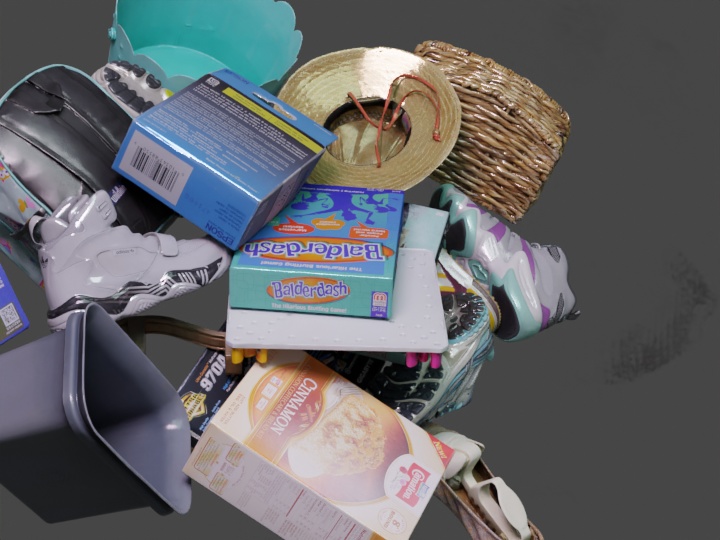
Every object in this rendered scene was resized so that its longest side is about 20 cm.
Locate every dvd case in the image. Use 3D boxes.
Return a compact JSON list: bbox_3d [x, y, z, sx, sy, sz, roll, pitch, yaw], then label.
[{"bbox_3d":[0.000,0.000,1.660,0.145,0.022,0.200,13,50,8],"label":"dvd case"}]

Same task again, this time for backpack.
[{"bbox_3d":[-0.286,-0.088,1.596,0.200,0.153,0.176,50,49,-16],"label":"backpack"}]

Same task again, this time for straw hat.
[{"bbox_3d":[0.007,-0.137,1.750,0.200,0.085,0.202,0,63,-1],"label":"straw hat"}]

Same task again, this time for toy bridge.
[{"bbox_3d":[-0.212,0.073,1.561,0.199,0.027,0.067,-3,42,-4],"label":"toy bridge"}]

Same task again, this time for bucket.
[{"bbox_3d":[-0.177,-0.225,1.770,0.206,0.135,0.208,12,50,-15],"label":"bucket"}]

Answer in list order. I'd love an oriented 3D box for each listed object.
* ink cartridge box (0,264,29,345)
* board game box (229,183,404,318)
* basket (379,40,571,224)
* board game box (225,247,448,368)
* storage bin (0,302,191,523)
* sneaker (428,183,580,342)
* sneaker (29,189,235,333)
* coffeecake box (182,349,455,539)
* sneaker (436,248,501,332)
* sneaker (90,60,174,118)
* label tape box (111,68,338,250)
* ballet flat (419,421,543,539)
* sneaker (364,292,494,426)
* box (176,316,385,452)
[{"bbox_3d":[-0.383,0.053,1.423,0.136,0.200,0.077,-36,111,-39],"label":"ink cartridge box"},{"bbox_3d":[-0.038,-0.024,1.583,0.151,0.045,0.200,4,27,2],"label":"board game box"},{"bbox_3d":[0.136,-0.178,1.846,0.199,0.143,0.149,28,37,1],"label":"basket"},{"bbox_3d":[-0.024,0.032,1.554,0.199,0.026,0.200,2,27,-3],"label":"board game box"},{"bbox_3d":[-0.248,0.129,1.418,0.134,0.200,0.146,-16,52,13],"label":"storage bin"},{"bbox_3d":[0.168,-0.016,1.802,0.140,0.078,0.200,-13,64,-36],"label":"sneaker"},{"bbox_3d":[-0.206,-0.024,1.490,0.200,0.075,0.115,-24,102,-35],"label":"sneaker"},{"bbox_3d":[-0.034,0.171,1.482,0.200,0.073,0.154,33,35,2],"label":"coffeecake box"},{"bbox_3d":[0.052,0.013,1.721,0.200,0.075,0.090,38,44,10],"label":"sneaker"},{"bbox_3d":[-0.198,-0.130,1.682,0.200,0.080,0.078,43,44,-7],"label":"sneaker"},{"bbox_3d":[-0.125,-0.113,1.581,0.143,0.066,0.200,33,28,6],"label":"label tape box"},{"bbox_3d":[0.111,0.207,1.599,0.068,0.067,0.200,-27,67,-37],"label":"ballet flat"},{"bbox_3d":[0.074,0.117,1.616,0.077,0.086,0.200,14,52,42],"label":"sneaker"},{"bbox_3d":[-0.086,0.124,1.595,0.159,0.046,0.200,30,48,2],"label":"box"}]
